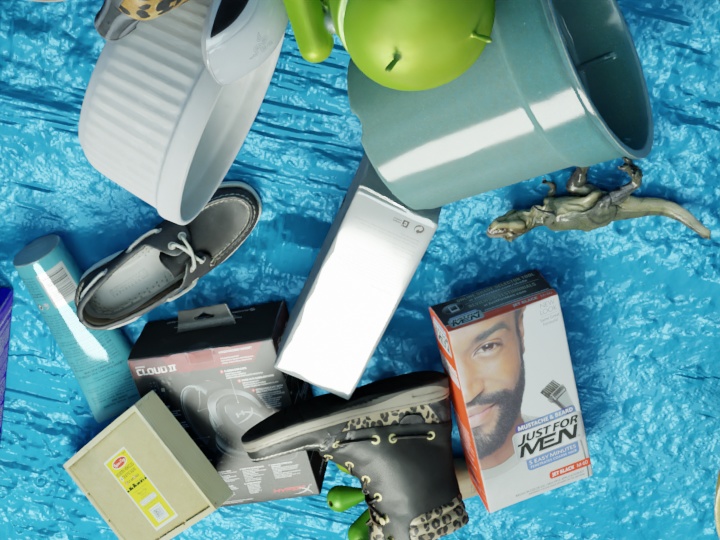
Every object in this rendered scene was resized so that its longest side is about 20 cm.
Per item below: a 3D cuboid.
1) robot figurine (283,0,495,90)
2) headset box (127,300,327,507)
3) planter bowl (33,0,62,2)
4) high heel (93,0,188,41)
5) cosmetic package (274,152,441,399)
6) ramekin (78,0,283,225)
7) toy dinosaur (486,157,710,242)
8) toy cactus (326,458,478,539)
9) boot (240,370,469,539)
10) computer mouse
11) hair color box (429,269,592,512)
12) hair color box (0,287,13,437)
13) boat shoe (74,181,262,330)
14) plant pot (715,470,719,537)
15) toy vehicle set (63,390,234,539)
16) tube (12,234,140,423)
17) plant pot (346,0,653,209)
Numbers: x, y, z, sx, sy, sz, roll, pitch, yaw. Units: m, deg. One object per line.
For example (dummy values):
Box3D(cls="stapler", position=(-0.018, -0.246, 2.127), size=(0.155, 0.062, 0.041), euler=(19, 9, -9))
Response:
Box3D(cls="robot figurine", position=(0.029, -0.212, 1.083), size=(0.174, 0.201, 0.116), euler=(-19, 134, -3))
Box3D(cls="headset box", position=(-0.127, 0.125, 1.424), size=(0.147, 0.077, 0.202), euler=(-10, 115, 13))
Box3D(cls="planter bowl", position=(-0.228, -0.322, 1.158), size=(0.198, 0.135, 0.202), euler=(5, 109, 14))
Box3D(cls="high heel", position=(-0.110, -0.248, 1.082), size=(0.200, 0.142, 0.071), euler=(-45, 99, -17))
Box3D(cls="cosmetic package", position=(0.000, 0.000, 1.322), size=(0.081, 0.113, 0.201), euler=(25, 116, -5))
Box3D(cls="ramekin", position=(-0.150, -0.149, 1.219), size=(0.104, 0.200, 0.201), euler=(25, 119, 4))
Box3D(cls="toy dinosaur", position=(0.210, -0.065, 1.297), size=(0.198, 0.048, 0.089), euler=(0, 132, 7))
Box3D(cls="toy cactus", position=(0.046, 0.214, 1.449), size=(0.163, 0.102, 0.202), euler=(-8, 107, 0))
Box3D(cls="boot", position=(0.001, 0.186, 1.359), size=(0.198, 0.073, 0.152), euler=(-16, 101, -8))
Box3D(cls="computer mouse", position=(-0.064, -0.227, 1.111), size=(0.043, 0.202, 0.110), euler=(11, 160, 19))
Box3D(cls="hair color box", position=(0.142, 0.114, 1.372), size=(0.110, 0.064, 0.202), euler=(-19, 115, -7))
Box3D(cls="hair color box", position=(-0.411, 0.105, 1.460), size=(0.108, 0.065, 0.202), euler=(13, 117, 0))
Box3D(cls="boat shoe", position=(-0.177, -0.011, 1.353), size=(0.199, 0.060, 0.074), euler=(-28, 111, 7))
Box3D(cls="plant pot", position=(0.415, 0.174, 1.332), size=(0.198, 0.142, 0.202), euler=(3, 118, 6))
Box3D(cls="toy vehicle set", position=(-0.211, 0.204, 1.437), size=(0.125, 0.026, 0.200), euler=(52, 141, 0))
Box3D(cls="tube", position=(-0.266, 0.061, 1.428), size=(0.077, 0.051, 0.201), euler=(-17, 118, 15))
Box3D(cls="plant pot", position=(0.106, -0.150, 1.191), size=(0.195, 0.201, 0.201), euler=(-21, 114, 26))
